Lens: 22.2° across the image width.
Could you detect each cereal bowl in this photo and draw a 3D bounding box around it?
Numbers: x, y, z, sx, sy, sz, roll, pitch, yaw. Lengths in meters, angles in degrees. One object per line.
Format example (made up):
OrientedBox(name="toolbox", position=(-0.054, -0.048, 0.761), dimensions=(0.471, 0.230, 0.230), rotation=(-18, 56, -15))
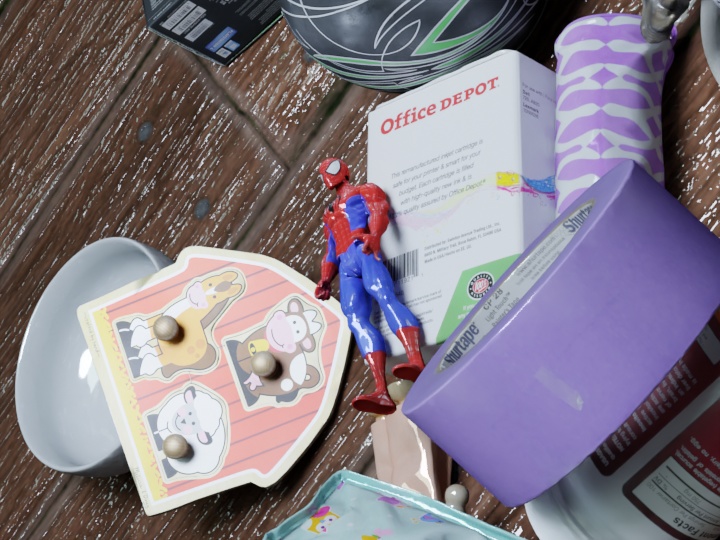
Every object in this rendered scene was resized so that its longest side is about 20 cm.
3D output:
OrientedBox(name="cereal bowl", position=(-0.194, 0.078, 1.520), dimensions=(0.200, 0.083, 0.200), rotation=(-21, 58, 38))

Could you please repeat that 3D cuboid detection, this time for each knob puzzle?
OrientedBox(name="knob puzzle", position=(-0.101, 0.070, 1.398), dimensions=(0.220, 0.030, 0.220), rotation=(-2, 77, 9))

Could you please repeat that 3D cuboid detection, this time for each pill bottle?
OrientedBox(name="pill bottle", position=(0.194, 0.097, 1.092), dimensions=(0.200, 0.113, 0.113), rotation=(-46, 46, 22))

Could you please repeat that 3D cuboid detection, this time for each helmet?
OrientedBox(name="helmet", position=(0.040, -0.221, 1.335), dimensions=(0.200, 0.200, 0.191), rotation=(11, 70, 47))

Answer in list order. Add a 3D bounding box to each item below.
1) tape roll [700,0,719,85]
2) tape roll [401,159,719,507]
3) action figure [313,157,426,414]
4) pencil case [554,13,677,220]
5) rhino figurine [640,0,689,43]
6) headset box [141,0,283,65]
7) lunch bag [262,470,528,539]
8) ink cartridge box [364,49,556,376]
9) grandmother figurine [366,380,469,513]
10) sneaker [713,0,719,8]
OrientedBox(name="tape roll", position=(0.307, -0.179, 1.156), dimensions=(0.203, 0.037, 0.203), rotation=(-20, 60, 39))
OrientedBox(name="tape roll", position=(0.120, 0.036, 1.067), dimensions=(0.200, 0.085, 0.200), rotation=(-48, 3, 3))
OrientedBox(name="action figure", position=(0.000, 0.000, 1.261), dimensions=(0.065, 0.052, 0.200), rotation=(-45, 42, 34))
OrientedBox(name="pencil case", position=(0.170, -0.072, 1.218), dimensions=(0.085, 0.084, 0.200), rotation=(-2, 70, 8))
OrientedBox(name="rhino figurine", position=(0.202, -0.209, 1.198), dimensions=(0.200, 0.060, 0.087), rotation=(-73, 9, -55))
OrientedBox(name="headset box", position=(-0.113, -0.315, 1.601), dimensions=(0.174, 0.093, 0.200), rotation=(-38, 49, 28))
OrientedBox(name="lunch bag", position=(0.046, 0.238, 1.123), dimensions=(0.200, 0.122, 0.170), rotation=(15, 119, 27))
OrientedBox(name="ink cartridge box", position=(0.081, -0.033, 1.286), dimensions=(0.145, 0.084, 0.200), rotation=(-20, 60, 41))
OrientedBox(name="grandmother figurine", position=(0.042, 0.178, 1.260), dimensions=(0.121, 0.061, 0.200), rotation=(130, 140, -59))
OrientedBox(name="sneaker", position=(0.296, -0.157, 1.080), dimensions=(0.115, 0.075, 0.200), rotation=(-46, 35, 5))
